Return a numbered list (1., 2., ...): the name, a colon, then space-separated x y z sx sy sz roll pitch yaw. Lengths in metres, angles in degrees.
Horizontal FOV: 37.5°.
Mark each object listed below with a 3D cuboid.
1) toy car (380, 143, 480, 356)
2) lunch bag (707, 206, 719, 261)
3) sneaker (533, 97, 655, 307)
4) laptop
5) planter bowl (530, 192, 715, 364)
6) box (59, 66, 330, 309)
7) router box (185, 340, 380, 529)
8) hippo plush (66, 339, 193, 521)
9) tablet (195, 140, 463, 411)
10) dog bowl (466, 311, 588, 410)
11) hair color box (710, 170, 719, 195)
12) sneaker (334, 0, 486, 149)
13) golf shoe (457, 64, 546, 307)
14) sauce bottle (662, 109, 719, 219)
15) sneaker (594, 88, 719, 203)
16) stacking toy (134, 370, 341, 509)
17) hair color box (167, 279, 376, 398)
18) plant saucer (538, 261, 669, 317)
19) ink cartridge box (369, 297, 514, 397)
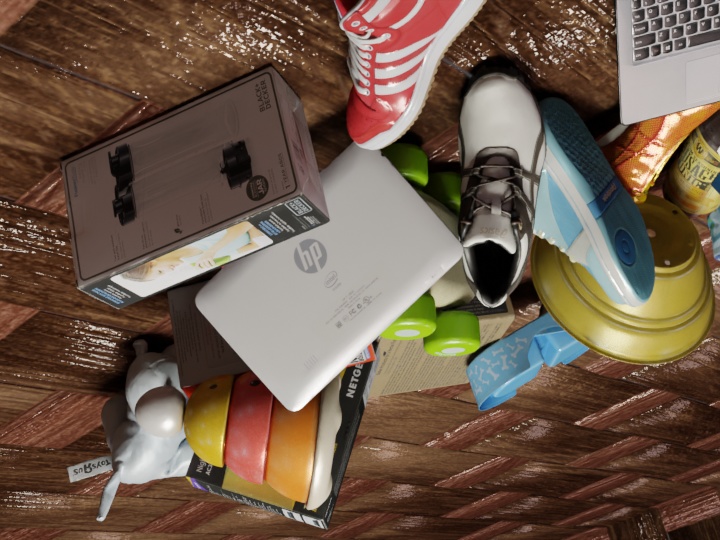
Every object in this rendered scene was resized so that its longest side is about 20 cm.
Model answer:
1. toy car: 0.000 0.000 0.997 0.197 0.167 0.157 -15 158 32
2. lunch bag: 0.482 -0.072 1.138 0.158 0.084 0.200 -2 162 -26
3. sneaker: 0.177 -0.045 0.972 0.130 0.202 0.079 -27 -178 43
4. laptop: 0.293 -0.190 0.781 0.184 0.117 0.202 -13 127 0
5. planter bowl: 0.274 -0.016 1.048 0.197 0.203 0.084 -6 146 -16
6. box: -0.133 -0.062 0.834 0.197 0.118 0.060 -22 156 13
7. router box: -0.080 0.155 1.142 0.154 0.203 0.052 14 158 10
8. hippo plush: -0.240 0.149 1.220 0.198 0.159 0.163 -13 128 -38
9. tablet: -0.027 0.004 0.873 0.200 0.130 0.014 -43 -179 4
10. dog bowl: 0.213 0.094 1.271 0.198 0.050 0.112 -29 161 -11
11. hair color box: 0.417 -0.124 0.959 0.198 0.061 0.101 -29 158 -29
12. sneaker: 0.005 -0.164 0.748 0.111 0.072 0.201 -3 145 -31
13. golf shoe: 0.118 -0.065 0.883 0.076 0.095 0.204 -1 112 10
14. sauce bottle: 0.347 -0.124 1.016 0.065 0.067 0.201 -10 152 -8
15. sneaker: 0.259 -0.110 0.966 0.073 0.078 0.199 -31 176 -42
16. stacking toy: -0.120 0.147 1.022 0.196 0.148 0.147 7 152 -5
17. hair color box: -0.092 0.057 1.098 0.196 0.113 0.064 -14 154 2
18. plant saucer: 0.314 0.023 1.330 0.196 0.033 0.201 -12 154 -6
19. ink cartridge box: 0.074 0.075 1.262 0.162 0.076 0.201 -5 154 -15
